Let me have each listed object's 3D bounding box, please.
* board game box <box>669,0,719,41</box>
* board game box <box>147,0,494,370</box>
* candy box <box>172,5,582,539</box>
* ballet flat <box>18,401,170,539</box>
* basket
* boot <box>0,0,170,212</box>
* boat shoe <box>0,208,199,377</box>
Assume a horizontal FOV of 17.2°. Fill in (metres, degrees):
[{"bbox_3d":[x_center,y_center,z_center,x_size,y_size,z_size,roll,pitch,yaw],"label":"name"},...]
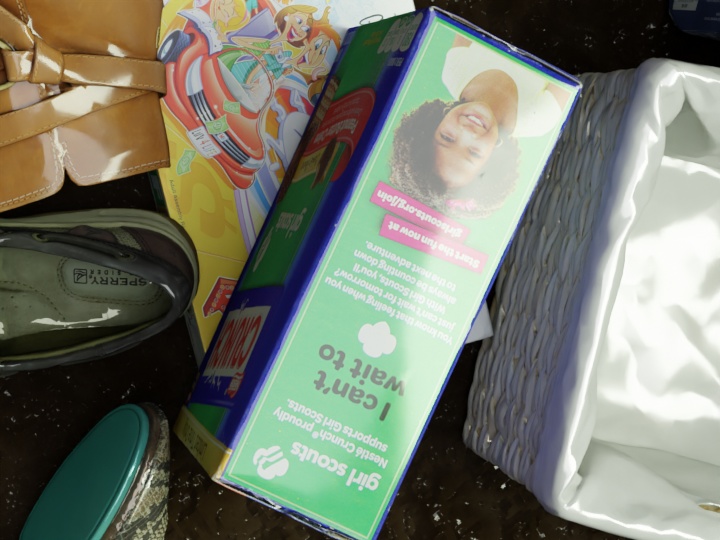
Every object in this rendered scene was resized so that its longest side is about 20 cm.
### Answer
[{"bbox_3d":[0.258,-0.094,1.059,0.198,0.200,0.062,14,94,-14],"label":"board game box"},{"bbox_3d":[-0.028,-0.050,1.075,0.133,0.034,0.202,-16,98,-13],"label":"board game box"},{"bbox_3d":[0.000,0.000,0.980,0.077,0.169,0.201,23,88,-11],"label":"candy box"},{"bbox_3d":[-0.135,0.150,1.055,0.075,0.068,0.200,39,90,-35],"label":"ballet flat"},{"bbox_3d":[0.169,0.024,1.065,0.196,0.161,0.202,13,90,-14],"label":"basket"},{"bbox_3d":[-0.180,-0.099,1.010,0.198,0.077,0.157,-11,101,-6],"label":"boot"},{"bbox_3d":[-0.168,0.011,1.016,0.199,0.066,0.072,-6,101,-2],"label":"boat shoe"}]
